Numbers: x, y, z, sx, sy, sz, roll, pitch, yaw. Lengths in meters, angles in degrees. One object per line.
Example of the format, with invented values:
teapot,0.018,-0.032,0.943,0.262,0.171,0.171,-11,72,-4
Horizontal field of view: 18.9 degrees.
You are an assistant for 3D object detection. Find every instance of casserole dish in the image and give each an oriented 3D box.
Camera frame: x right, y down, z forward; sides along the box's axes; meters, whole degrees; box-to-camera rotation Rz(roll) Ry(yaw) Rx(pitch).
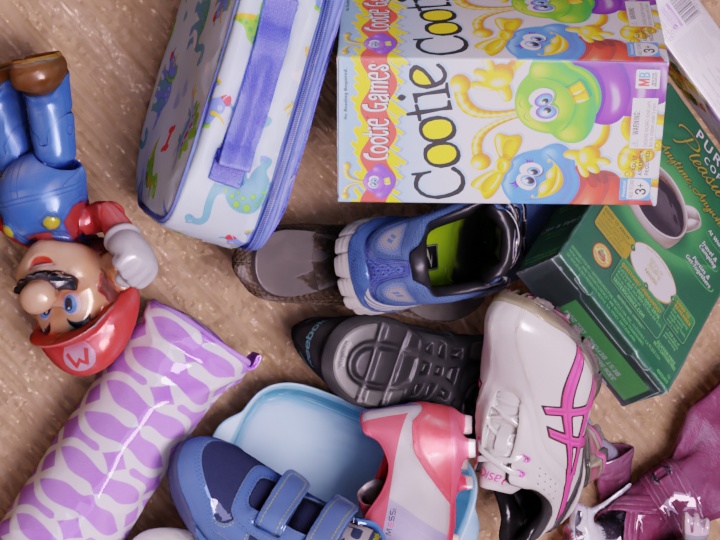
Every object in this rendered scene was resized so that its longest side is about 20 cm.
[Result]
casserole dish,-0.015,0.149,1.451,0.199,0.039,0.122,23,91,-17

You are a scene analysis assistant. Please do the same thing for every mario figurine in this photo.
mario figurine,-0.198,-0.029,1.340,0.105,0.123,0.201,-20,98,-24

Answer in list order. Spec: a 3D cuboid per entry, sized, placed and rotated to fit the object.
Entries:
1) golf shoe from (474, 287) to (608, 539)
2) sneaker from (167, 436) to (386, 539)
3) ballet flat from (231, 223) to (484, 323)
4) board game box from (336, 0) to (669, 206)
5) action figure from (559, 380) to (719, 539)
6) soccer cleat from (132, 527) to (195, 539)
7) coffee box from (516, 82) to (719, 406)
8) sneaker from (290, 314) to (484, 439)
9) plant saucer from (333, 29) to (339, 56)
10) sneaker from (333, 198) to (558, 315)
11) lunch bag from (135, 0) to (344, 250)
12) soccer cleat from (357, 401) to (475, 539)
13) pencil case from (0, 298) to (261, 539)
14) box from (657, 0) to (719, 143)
golf shoe,0.109,0.098,1.377,0.092,0.072,0.201,-52,143,-31
sneaker,-0.033,0.168,1.357,0.200,0.082,0.074,42,41,-7
ballet flat,0.000,0.000,1.418,0.199,0.046,0.068,2,87,-36
board game box,0.085,-0.111,1.351,0.198,0.105,0.104,0,123,1
action figure,0.220,0.152,1.502,0.199,0.134,0.149,-30,147,3
soccer cleat,-0.077,0.236,1.403,0.069,0.078,0.200,-45,122,-4
coffee box,0.188,-0.019,1.426,0.123,0.044,0.200,50,47,-16
sneaker,0.042,0.066,1.441,0.199,0.079,0.076,22,86,-36
plant saucer,0.067,-0.180,1.385,0.198,0.030,0.201,1,124,2
sneaker,0.078,-0.013,1.390,0.199,0.089,0.079,-20,103,-44
lunch bag,-0.074,-0.115,1.337,0.082,0.161,0.201,16,92,-16
soccer cleat,0.030,0.176,1.405,0.076,0.067,0.201,5,114,-2
pencil case,-0.151,0.117,1.386,0.085,0.084,0.201,34,87,-14
box,0.256,-0.114,1.488,0.041,0.039,0.200,-41,105,-5
